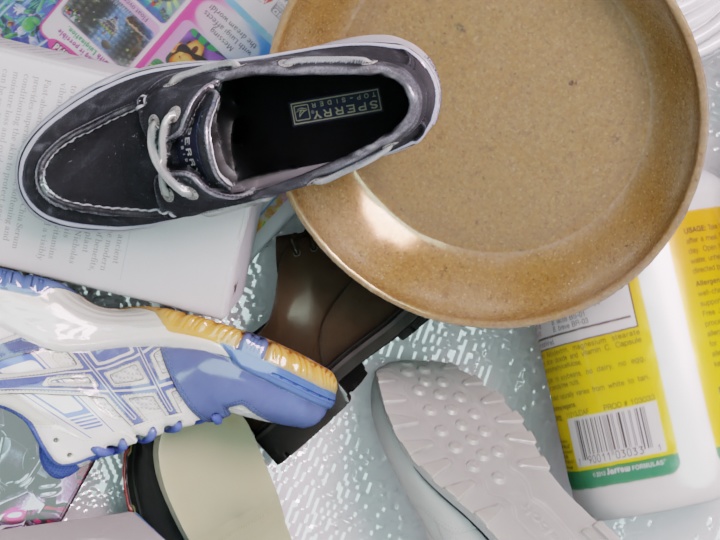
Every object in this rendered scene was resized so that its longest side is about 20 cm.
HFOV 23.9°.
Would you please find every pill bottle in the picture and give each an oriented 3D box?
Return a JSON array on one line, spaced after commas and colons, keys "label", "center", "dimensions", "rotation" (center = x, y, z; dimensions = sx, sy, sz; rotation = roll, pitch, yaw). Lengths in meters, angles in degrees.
[{"label": "pill bottle", "center": [0.142, 0.016, 0.857], "dimensions": [0.112, 0.113, 0.202], "rotation": [-12, 85, -8]}]

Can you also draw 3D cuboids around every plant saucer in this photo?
[{"label": "plant saucer", "center": [0.056, -0.073, 0.765], "dimensions": [0.198, 0.035, 0.202], "rotation": [5, 113, 12]}]

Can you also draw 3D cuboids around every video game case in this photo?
[{"label": "video game case", "center": [-0.082, -0.123, 0.848], "dimensions": [0.200, 0.024, 0.182], "rotation": [42, 102, -6]}]

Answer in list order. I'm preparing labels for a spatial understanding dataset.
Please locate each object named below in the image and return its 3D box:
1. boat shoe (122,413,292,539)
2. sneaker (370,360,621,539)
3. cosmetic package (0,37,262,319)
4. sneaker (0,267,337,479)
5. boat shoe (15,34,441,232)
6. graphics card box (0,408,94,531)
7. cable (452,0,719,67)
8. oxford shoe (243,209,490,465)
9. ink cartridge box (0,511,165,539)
[{"label": "boat shoe", "center": [-0.066, 0.163, 0.855], "dimensions": [0.073, 0.063, 0.203], "rotation": [-17, 92, -29]}, {"label": "sneaker", "center": [0.059, 0.127, 0.840], "dimensions": [0.076, 0.081, 0.200], "rotation": [-11, 47, -30]}, {"label": "cosmetic package", "center": [-0.145, -0.053, 0.818], "dimensions": [0.198, 0.071, 0.102], "rotation": [14, 99, 1]}, {"label": "sneaker", "center": [-0.112, 0.057, 0.797], "dimensions": [0.198, 0.075, 0.089], "rotation": [12, 84, 0]}, {"label": "boat shoe", "center": [-0.064, -0.056, 0.735], "dimensions": [0.198, 0.068, 0.072], "rotation": [-9, 101, 13]}, {"label": "graphics card box", "center": [-0.205, 0.101, 0.840], "dimensions": [0.125, 0.051, 0.201], "rotation": [30, 86, -7]}, {"label": "cable", "center": [0.113, -0.183, 0.819], "dimensions": [0.199, 0.069, 0.201], "rotation": [-22, 80, -9]}, {"label": "oxford shoe", "center": [0.000, 0.000, 0.847], "dimensions": [0.200, 0.073, 0.084], "rotation": [-45, 90, 6]}, {"label": "ink cartridge box", "center": [-0.149, 0.226, 0.805], "dimensions": [0.115, 0.067, 0.202], "rotation": [-4, 102, -27]}]
